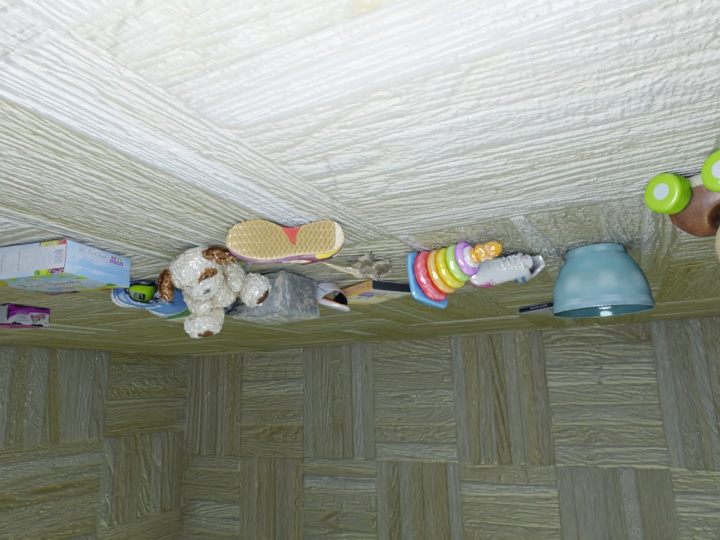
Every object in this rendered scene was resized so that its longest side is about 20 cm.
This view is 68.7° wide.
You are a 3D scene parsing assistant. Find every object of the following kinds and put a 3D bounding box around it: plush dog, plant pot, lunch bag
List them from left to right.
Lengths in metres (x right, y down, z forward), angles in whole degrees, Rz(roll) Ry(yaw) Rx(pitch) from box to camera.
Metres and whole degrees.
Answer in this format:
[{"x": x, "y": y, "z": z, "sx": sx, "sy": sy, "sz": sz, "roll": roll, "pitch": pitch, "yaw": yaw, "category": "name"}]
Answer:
[{"x": -0.302, "y": 0.014, "z": 1.047, "sx": 0.198, "sy": 0.161, "sz": 0.172, "roll": -31, "pitch": 149, "yaw": 2, "category": "plush dog"}, {"x": -0.224, "y": 0.075, "z": 1.295, "sx": 0.198, "sy": 0.119, "sz": 0.164, "roll": -13, "pitch": 165, "yaw": 23, "category": "lunch bag"}, {"x": 0.504, "y": 0.021, "z": 1.113, "sx": 0.197, "sy": 0.136, "sz": 0.200, "roll": -1, "pitch": 168, "yaw": 0, "category": "plant pot"}]

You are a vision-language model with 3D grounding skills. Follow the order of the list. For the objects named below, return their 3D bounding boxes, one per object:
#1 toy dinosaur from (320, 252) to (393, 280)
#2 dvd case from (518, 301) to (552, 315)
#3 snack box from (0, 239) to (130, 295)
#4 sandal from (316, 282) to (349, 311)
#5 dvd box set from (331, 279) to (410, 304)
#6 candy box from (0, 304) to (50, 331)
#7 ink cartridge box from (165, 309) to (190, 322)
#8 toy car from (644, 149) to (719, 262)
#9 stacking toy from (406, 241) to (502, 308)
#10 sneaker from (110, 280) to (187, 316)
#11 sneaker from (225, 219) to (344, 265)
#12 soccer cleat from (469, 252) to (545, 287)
[{"x": 0.000, "y": 0.000, "z": 1.129, "sx": 0.198, "sy": 0.059, "sz": 0.101, "roll": 7, "pitch": 166, "yaw": -33, "category": "toy dinosaur"}, {"x": 0.695, "y": 0.134, "z": 1.893, "sx": 0.149, "sy": 0.025, "sz": 0.199, "roll": 5, "pitch": 166, "yaw": -30, "category": "dvd case"}, {"x": -0.582, "y": -0.002, "z": 1.017, "sx": 0.197, "sy": 0.069, "sz": 0.169, "roll": -6, "pitch": 167, "yaw": 15, "category": "snack box"}, {"x": -0.092, "y": 0.058, "z": 1.391, "sx": 0.078, "sy": 0.060, "sz": 0.206, "roll": 20, "pitch": 179, "yaw": -31, "category": "sandal"}, {"x": 0.029, "y": 0.064, "z": 1.471, "sx": 0.145, "sy": 0.030, "sz": 0.199, "roll": 6, "pitch": 164, "yaw": -34, "category": "dvd box set"}, {"x": -1.089, "y": 0.150, "z": 1.630, "sx": 0.197, "sy": 0.062, "sz": 0.136, "roll": -7, "pitch": 167, "yaw": 25, "category": "candy box"}, {"x": -0.520, "y": 0.124, "z": 1.595, "sx": 0.198, "sy": 0.060, "sz": 0.103, "roll": -10, "pitch": 165, "yaw": 32, "category": "ink cartridge box"}, {"x": 0.501, "y": -0.038, "z": 0.702, "sx": 0.162, "sy": 0.203, "sz": 0.157, "roll": 4, "pitch": 166, "yaw": -25, "category": "toy car"}, {"x": 0.193, "y": -0.013, "z": 1.041, "sx": 0.115, "sy": 0.111, "sz": 0.199, "roll": 19, "pitch": 145, "yaw": -38, "category": "stacking toy"}, {"x": -0.511, "y": 0.069, "z": 1.319, "sx": 0.088, "sy": 0.080, "sz": 0.198, "roll": -10, "pitch": 165, "yaw": 43, "category": "sneaker"}, {"x": -0.127, "y": -0.039, "z": 0.901, "sx": 0.197, "sy": 0.076, "sz": 0.090, "roll": 1, "pitch": 162, "yaw": -6, "category": "sneaker"}, {"x": 0.309, "y": -0.010, "z": 1.117, "sx": 0.198, "sy": 0.071, "sz": 0.086, "roll": -3, "pitch": 158, "yaw": -36, "category": "soccer cleat"}]
